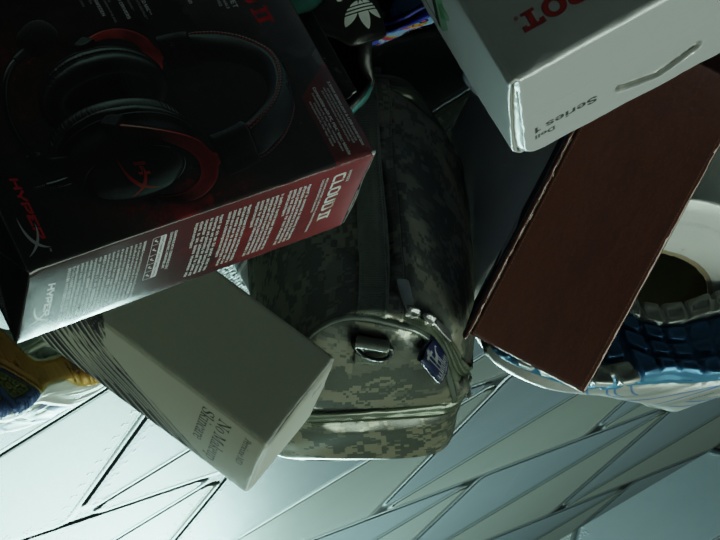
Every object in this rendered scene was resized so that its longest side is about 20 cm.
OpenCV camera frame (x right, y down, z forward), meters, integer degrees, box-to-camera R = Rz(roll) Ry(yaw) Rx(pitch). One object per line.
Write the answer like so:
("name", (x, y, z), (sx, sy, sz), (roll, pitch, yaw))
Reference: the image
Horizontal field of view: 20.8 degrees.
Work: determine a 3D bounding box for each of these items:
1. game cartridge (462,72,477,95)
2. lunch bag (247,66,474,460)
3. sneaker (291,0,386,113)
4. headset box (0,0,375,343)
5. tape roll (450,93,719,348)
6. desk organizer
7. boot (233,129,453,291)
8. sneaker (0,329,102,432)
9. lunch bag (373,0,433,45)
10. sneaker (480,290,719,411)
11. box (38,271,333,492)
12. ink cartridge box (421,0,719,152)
("game cartridge", (0.148, -0.178, 1.116), (0.200, 0.041, 0.133), (-35, -165, 22))
("lunch bag", (0.000, 0.000, 1.186), (0.138, 0.201, 0.168), (0, 147, -4))
("sneaker", (-0.041, -0.100, 1.058), (0.071, 0.080, 0.200), (-20, 160, -27))
("headset box", (-0.099, -0.074, 0.934), (0.199, 0.149, 0.075), (-20, 160, -24))
("tape roll", (0.162, -0.035, 1.259), (0.201, 0.140, 0.203), (-3, 142, -2))
("desk organizer", (0.138, -0.040, 1.103), (0.201, 0.077, 0.072), (-63, 179, 18))
("boot", (0.018, -0.017, 1.343), (0.199, 0.096, 0.074), (-28, 162, -5))
("sneaker", (-0.235, 0.075, 1.220), (0.088, 0.076, 0.200), (-40, 158, 31))
("lunch bag", (0.071, -0.184, 1.027), (0.150, 0.094, 0.200), (-28, 175, -17))
("sneaker", (0.166, 0.058, 1.209), (0.199, 0.075, 0.087), (5, 148, -12))
("box", (-0.117, 0.029, 1.089), (0.068, 0.200, 0.082), (-50, 172, -27))
("ink cartridge box", (0.080, -0.176, 0.852), (0.144, 0.201, 0.084), (-28, 162, -3))
